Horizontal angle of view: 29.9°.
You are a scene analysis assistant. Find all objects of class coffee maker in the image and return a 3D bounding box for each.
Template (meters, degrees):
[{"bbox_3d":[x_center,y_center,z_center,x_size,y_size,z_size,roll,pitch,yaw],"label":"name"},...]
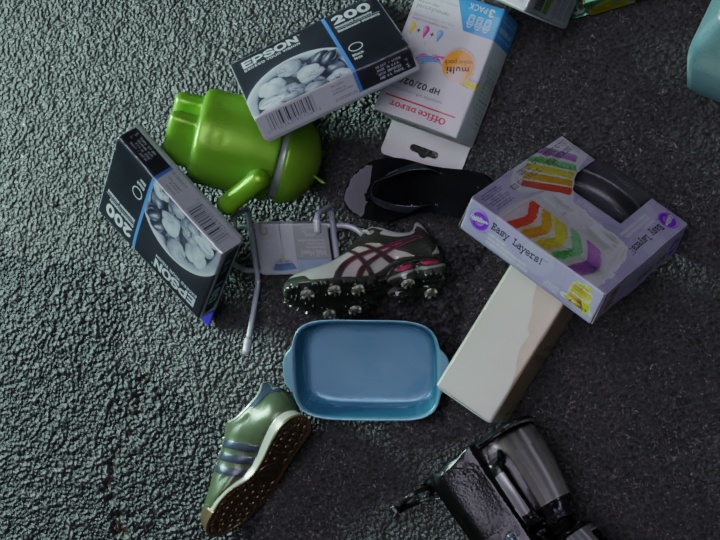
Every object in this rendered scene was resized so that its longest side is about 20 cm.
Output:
[{"bbox_3d":[0.169,0.293,1.496,0.192,0.134,0.201,-44,68,35],"label":"coffee maker"}]

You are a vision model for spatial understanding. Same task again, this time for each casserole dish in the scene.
[{"bbox_3d":[0.009,0.113,1.587,0.197,0.039,0.123,0,101,9],"label":"casserole dish"}]

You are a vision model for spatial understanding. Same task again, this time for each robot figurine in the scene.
[{"bbox_3d":[-0.136,-0.149,1.632,0.198,0.176,0.116,14,126,-8],"label":"robot figurine"}]

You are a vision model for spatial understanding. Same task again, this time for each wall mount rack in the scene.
[{"bbox_3d":[-0.087,0.009,1.642,0.198,0.075,0.176,0,108,22],"label":"wall mount rack"}]

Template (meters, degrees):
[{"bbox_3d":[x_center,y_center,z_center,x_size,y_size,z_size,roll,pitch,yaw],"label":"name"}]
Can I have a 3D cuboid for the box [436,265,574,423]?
[{"bbox_3d":[0.177,0.068,1.523,0.077,0.095,0.201,33,97,18],"label":"box"}]

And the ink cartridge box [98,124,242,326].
[{"bbox_3d":[-0.238,-0.042,1.642,0.198,0.043,0.201,46,145,14],"label":"ink cartridge box"}]

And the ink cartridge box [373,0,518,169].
[{"bbox_3d":[0.094,-0.222,1.600,0.114,0.068,0.202,21,92,22],"label":"ink cartridge box"}]

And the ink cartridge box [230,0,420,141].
[{"bbox_3d":[-0.051,-0.251,1.587,0.197,0.044,0.201,-26,37,-1],"label":"ink cartridge box"}]

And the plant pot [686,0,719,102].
[{"bbox_3d":[0.455,-0.264,1.398,0.195,0.200,0.198,27,94,20],"label":"plant pot"}]

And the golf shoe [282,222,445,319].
[{"bbox_3d":[0.000,0.000,1.583,0.198,0.077,0.089,-8,59,-16],"label":"golf shoe"}]

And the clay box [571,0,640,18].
[{"bbox_3d":[0.317,-0.371,1.543,0.198,0.048,0.116,-14,79,18],"label":"clay box"}]

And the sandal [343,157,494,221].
[{"bbox_3d":[0.065,-0.097,1.598,0.198,0.043,0.077,1,88,30],"label":"sandal"}]

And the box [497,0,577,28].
[{"bbox_3d":[0.157,-0.372,1.548,0.199,0.101,0.113,32,105,33],"label":"box"}]

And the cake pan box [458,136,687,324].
[{"bbox_3d":[0.237,-0.050,1.473,0.184,0.199,0.053,40,135,20],"label":"cake pan box"}]

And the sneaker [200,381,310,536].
[{"bbox_3d":[-0.139,0.223,1.647,0.201,0.067,0.090,-54,46,19],"label":"sneaker"}]
